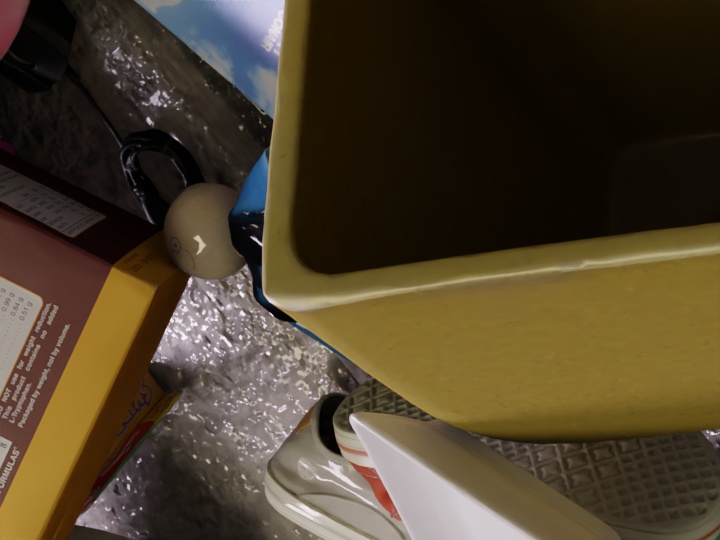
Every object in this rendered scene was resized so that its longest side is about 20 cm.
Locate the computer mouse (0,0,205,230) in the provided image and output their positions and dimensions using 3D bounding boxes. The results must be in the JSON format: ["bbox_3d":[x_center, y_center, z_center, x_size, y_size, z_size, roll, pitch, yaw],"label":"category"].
[{"bbox_3d":[-0.133,-0.076,0.974,0.200,0.034,0.059,49,135,-3],"label":"computer mouse"}]

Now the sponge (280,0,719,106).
[{"bbox_3d":[0.075,-0.111,0.758,0.111,0.030,0.200,34,134,-21],"label":"sponge"}]

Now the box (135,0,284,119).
[{"bbox_3d":[-0.063,-0.155,0.856,0.200,0.048,0.122,40,136,5],"label":"box"}]

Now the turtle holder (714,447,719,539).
[{"bbox_3d":[0.168,0.127,0.838,0.185,0.140,0.133,-154,52,-67],"label":"turtle holder"}]

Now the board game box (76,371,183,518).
[{"bbox_3d":[-0.176,0.103,1.087,0.199,0.096,0.030,-18,115,43],"label":"board game box"}]

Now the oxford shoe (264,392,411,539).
[{"bbox_3d":[0.048,0.109,0.949,0.199,0.075,0.058,24,108,21],"label":"oxford shoe"}]

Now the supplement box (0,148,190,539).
[{"bbox_3d":[-0.204,0.042,0.923,0.199,0.133,0.199,26,98,0],"label":"supplement box"}]

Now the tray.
[{"bbox_3d":[0.058,0.100,0.746,0.107,0.022,0.200,32,167,19],"label":"tray"}]

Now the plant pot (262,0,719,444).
[{"bbox_3d":[0.101,-0.043,0.670,0.194,0.196,0.200,-7,151,20],"label":"plant pot"}]

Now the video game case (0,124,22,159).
[{"bbox_3d":[-0.235,-0.056,1.053,0.181,0.036,0.201,-15,110,49],"label":"video game case"}]

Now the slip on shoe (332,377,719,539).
[{"bbox_3d":[0.068,0.082,0.849,0.199,0.074,0.062,6,129,51],"label":"slip on shoe"}]

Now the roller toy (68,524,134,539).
[{"bbox_3d":[-0.129,0.216,1.085,0.199,0.141,0.182,32,148,-16],"label":"roller toy"}]

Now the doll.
[{"bbox_3d":[0.000,0.000,0.846,0.199,0.049,0.137,19,147,39],"label":"doll"}]

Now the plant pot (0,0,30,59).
[{"bbox_3d":[-0.238,-0.166,0.834,0.199,0.178,0.202,14,108,55],"label":"plant pot"}]
